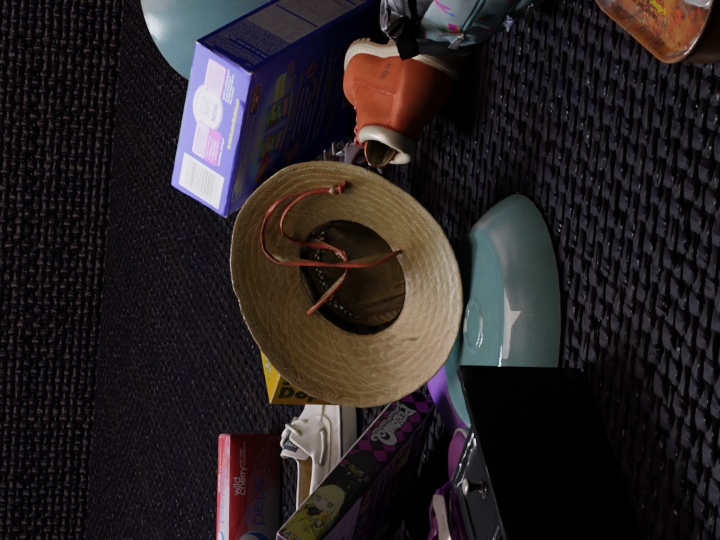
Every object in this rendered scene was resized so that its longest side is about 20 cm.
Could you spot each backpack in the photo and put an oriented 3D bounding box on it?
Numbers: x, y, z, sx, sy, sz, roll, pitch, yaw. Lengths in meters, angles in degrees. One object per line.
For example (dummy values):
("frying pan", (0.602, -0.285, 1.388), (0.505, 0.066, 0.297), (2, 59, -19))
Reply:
("backpack", (0.087, -0.253, 1.337), (0.200, 0.125, 0.169), (138, 127, -70))

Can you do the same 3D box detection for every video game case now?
("video game case", (-0.013, 0.213, 1.567), (0.181, 0.036, 0.201), (-46, -19, -32))

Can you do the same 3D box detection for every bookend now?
("bookend", (0.105, 0.204, 1.278), (0.201, 0.091, 0.200), (-103, 21, -44))

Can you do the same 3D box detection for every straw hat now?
("straw hat", (0.000, 0.000, 1.498), (0.085, 0.199, 0.203), (-38, -43, -67))

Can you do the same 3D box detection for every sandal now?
("sandal", (0.072, 0.225, 1.473), (0.082, 0.049, 0.205), (154, 117, -72))

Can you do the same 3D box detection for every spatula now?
("spatula", (0.031, 0.055, 1.561), (0.200, 0.020, 0.057), (49, 147, 20))

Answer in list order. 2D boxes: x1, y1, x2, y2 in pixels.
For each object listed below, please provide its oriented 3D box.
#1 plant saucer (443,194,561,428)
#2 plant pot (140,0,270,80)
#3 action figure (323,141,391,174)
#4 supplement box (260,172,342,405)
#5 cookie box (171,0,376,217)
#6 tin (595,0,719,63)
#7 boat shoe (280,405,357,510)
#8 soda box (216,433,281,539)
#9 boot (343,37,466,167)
("plant saucer", (0.099, 0.042, 1.425), (0.200, 0.036, 0.202), (-179, 90, -75))
("plant pot", (-0.123, -0.309, 2.043), (0.134, 0.199, 0.202), (-7, 79, 38))
("action figure", (0.014, -0.038, 1.641), (0.131, 0.069, 0.200), (65, 177, -28))
("supplement box", (-0.038, 0.017, 1.782), (0.110, 0.108, 0.201), (109, 158, -45))
("cookie box", (-0.083, -0.171, 1.818), (0.075, 0.200, 0.172), (32, 131, 21))
("tin", (0.188, -0.195, 1.133), (0.200, 0.041, 0.113), (-118, 29, -61))
("boat shoe", (-0.044, 0.172, 1.859), (0.071, 0.069, 0.202), (149, 121, -72))
("soda box", (-0.130, 0.289, 2.167), (0.070, 0.063, 0.202), (165, 105, -74))
("boot", (0.018, -0.140, 1.614), (0.108, 0.075, 0.200), (-68, 15, -5))
